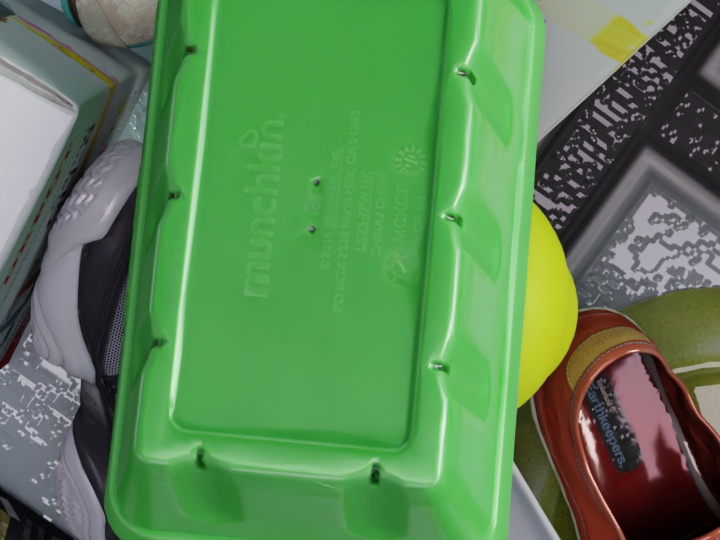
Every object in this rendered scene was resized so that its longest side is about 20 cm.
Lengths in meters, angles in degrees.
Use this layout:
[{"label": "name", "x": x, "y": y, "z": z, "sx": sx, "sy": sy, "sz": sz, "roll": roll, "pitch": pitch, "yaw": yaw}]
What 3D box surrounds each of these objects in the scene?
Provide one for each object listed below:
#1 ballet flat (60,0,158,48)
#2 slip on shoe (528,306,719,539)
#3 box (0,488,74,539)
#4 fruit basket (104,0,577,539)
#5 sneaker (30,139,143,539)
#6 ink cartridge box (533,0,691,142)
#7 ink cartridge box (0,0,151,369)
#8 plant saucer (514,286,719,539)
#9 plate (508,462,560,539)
[{"label": "ballet flat", "x": -0.081, "y": -0.185, "z": 0.774, "sx": 0.062, "sy": 0.067, "sz": 0.202, "roll": -3, "pitch": 94, "yaw": 16}, {"label": "slip on shoe", "x": 0.123, "y": 0.108, "z": 0.789, "sx": 0.074, "sy": 0.061, "sz": 0.201, "roll": -26, "pitch": 97, "yaw": -8}, {"label": "box", "x": -0.215, "y": 0.123, "z": 0.813, "sx": 0.199, "sy": 0.106, "sz": 0.123, "roll": 37, "pitch": 100, "yaw": -5}, {"label": "fruit basket", "x": 0.000, "y": 0.000, "z": 0.699, "sx": 0.154, "sy": 0.216, "sz": 0.218, "roll": 5, "pitch": 99, "yaw": 3}, {"label": "sneaker", "x": -0.054, "y": 0.044, "z": 0.763, "sx": 0.113, "sy": 0.076, "sz": 0.201, "roll": 22, "pitch": 137, "yaw": 17}, {"label": "ink cartridge box", "x": 0.061, "y": -0.148, "z": 0.733, "sx": 0.145, "sy": 0.084, "sz": 0.200, "roll": 43, "pitch": 124, "yaw": -8}, {"label": "ink cartridge box", "x": -0.177, "y": -0.038, "z": 0.739, "sx": 0.144, "sy": 0.200, "sz": 0.146, "roll": 28, "pitch": 99, "yaw": -3}, {"label": "plant saucer", "x": 0.147, "y": 0.109, "z": 0.839, "sx": 0.198, "sy": 0.031, "sz": 0.202, "roll": 0, "pitch": 99, "yaw": 1}, {"label": "plate", "x": 0.029, "y": 0.179, "z": 0.809, "sx": 0.199, "sy": 0.032, "sz": 0.201, "roll": -41, "pitch": 75, "yaw": 27}]
